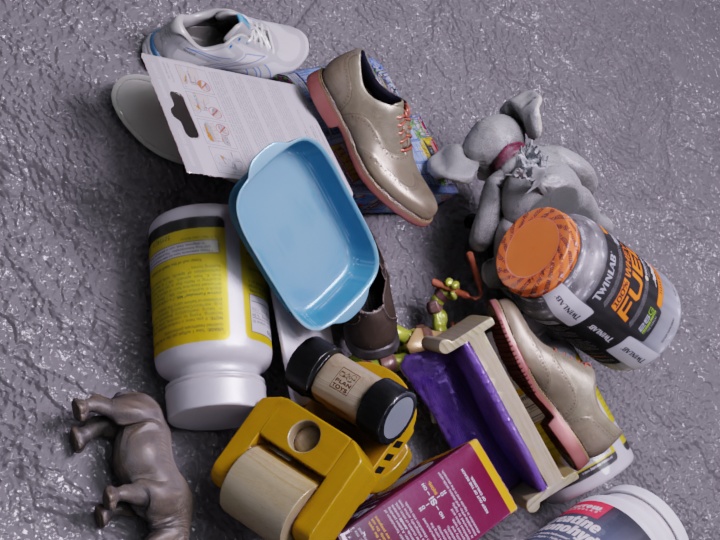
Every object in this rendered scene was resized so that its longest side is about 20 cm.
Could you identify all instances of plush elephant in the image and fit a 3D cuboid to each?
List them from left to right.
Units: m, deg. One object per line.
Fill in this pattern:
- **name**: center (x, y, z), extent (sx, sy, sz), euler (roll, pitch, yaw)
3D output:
- **plush elephant**: center (0.169, -0.106, 1.469), extent (0.165, 0.200, 0.155), euler (-28, 50, -5)

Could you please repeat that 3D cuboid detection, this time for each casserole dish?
- **casserole dish**: center (-0.057, -0.036, 1.260), extent (0.121, 0.039, 0.200), euler (-45, 124, -26)

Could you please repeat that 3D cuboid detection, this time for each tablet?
- **tablet**: center (-0.059, 0.034, 1.335), extent (0.130, 0.014, 0.200), euler (0, 79, -70)

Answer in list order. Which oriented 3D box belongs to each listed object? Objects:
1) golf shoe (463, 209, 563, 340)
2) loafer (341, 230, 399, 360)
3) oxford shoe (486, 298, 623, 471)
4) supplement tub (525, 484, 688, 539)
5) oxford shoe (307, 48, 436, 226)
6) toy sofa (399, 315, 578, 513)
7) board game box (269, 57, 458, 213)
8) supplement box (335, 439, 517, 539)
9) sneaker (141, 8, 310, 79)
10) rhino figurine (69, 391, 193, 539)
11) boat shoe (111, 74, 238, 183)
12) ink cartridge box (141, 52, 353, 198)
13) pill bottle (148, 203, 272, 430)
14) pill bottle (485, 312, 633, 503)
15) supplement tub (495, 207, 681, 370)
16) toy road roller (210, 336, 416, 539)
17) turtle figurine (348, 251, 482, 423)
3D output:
- **golf shoe**: center (0.188, 0.009, 1.540), extent (0.092, 0.073, 0.200), euler (-16, 71, -19)
- **loafer**: center (0.000, 0.000, 1.375), extent (0.073, 0.071, 0.200), euler (-12, 47, -12)
- **oxford shoe**: center (0.201, 0.107, 1.378), extent (0.075, 0.070, 0.200), euler (-31, 95, -4)
- **supplement tub**: center (0.240, 0.324, 1.384), extent (0.200, 0.140, 0.141), euler (-25, 84, -37)
- **oxford shoe**: center (0.027, -0.138, 1.375), extent (0.200, 0.075, 0.070), euler (54, 26, -8)
- **toy sofa**: center (0.130, 0.152, 1.354), extent (0.097, 0.083, 0.200), euler (-30, 95, -9)
- **board game box**: center (-0.013, -0.142, 1.460), extent (0.200, 0.062, 0.200), euler (-20, 81, -46)
- **supplement box**: center (0.042, 0.259, 1.305), extent (0.200, 0.110, 0.086), euler (-28, 85, -38)
- **sneaker**: center (-0.131, -0.249, 1.432), extent (0.200, 0.087, 0.075), euler (-10, 74, -37)
- **rhino figurine**: center (-0.198, 0.204, 1.207), extent (0.087, 0.060, 0.200), euler (-14, 79, -33)
- **boat shoe**: center (-0.170, -0.147, 1.391), extent (0.200, 0.073, 0.062), euler (27, 14, -13)
- **ink cartridge box**: center (-0.120, -0.130, 1.310), extent (0.200, 0.050, 0.161), euler (3, 49, -39)
- **pill bottle**: center (-0.145, 0.046, 1.276), extent (0.114, 0.114, 0.200), euler (7, 66, -30)
- **pill bottle**: center (0.209, 0.147, 1.461), extent (0.111, 0.111, 0.200), euler (-25, 85, -37)
- **supplement tub**: center (0.243, 0.018, 1.412), extent (0.200, 0.122, 0.123), euler (31, 55, -38)
- **toy road roller**: center (-0.028, 0.176, 1.239), extent (0.123, 0.146, 0.200), euler (28, 72, 31)
- **turtle figurine**: center (0.063, 0.074, 1.426), extent (0.161, 0.064, 0.200), euler (5, 82, -20)
